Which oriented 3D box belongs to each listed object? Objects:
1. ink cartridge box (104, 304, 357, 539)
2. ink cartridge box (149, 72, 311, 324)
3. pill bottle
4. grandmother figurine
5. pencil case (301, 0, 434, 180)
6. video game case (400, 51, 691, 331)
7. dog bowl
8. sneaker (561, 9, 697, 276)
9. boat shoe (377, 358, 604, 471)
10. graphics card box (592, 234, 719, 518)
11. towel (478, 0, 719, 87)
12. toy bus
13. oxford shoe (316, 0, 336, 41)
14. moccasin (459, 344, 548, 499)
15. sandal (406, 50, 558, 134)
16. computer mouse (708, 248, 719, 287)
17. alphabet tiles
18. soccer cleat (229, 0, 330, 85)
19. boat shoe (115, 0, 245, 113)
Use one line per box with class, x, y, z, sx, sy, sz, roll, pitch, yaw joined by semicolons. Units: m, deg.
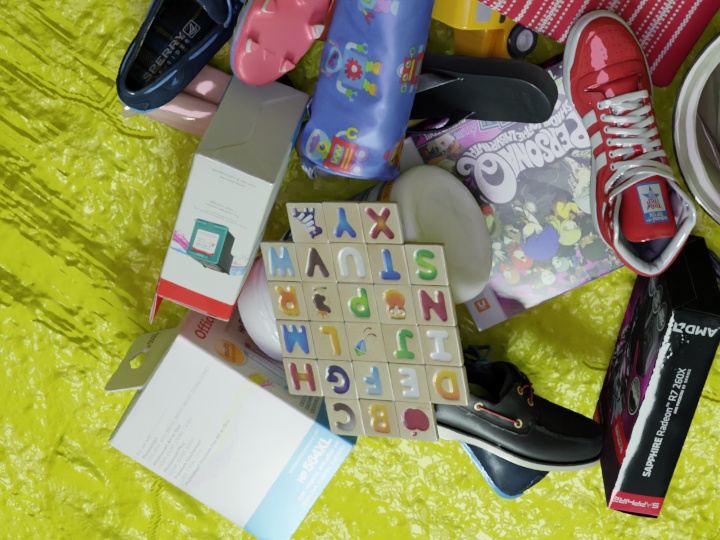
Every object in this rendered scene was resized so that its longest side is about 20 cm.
ink cartridge box;-0.110;0.114;1.568;0.199;0.129;0.126;33;112;-6
ink cartridge box;-0.107;-0.047;1.470;0.067;0.117;0.201;21;135;-1
pill bottle;0.000;0.000;1.495;0.199;0.116;0.117;-24;107;37
grandmother figurine;-0.095;-0.124;1.515;0.198;0.061;0.122;18;121;4
pencil case;0.007;-0.167;1.397;0.086;0.078;0.202;22;112;26
video game case;0.145;-0.068;1.511;0.199;0.036;0.182;-24;107;16
dog bowl;0.344;-0.122;1.442;0.198;0.074;0.202;3;112;7
sneaker;0.206;-0.093;1.404;0.071;0.113;0.202;-14;114;-2
boat shoe;0.114;0.111;1.494;0.200;0.074;0.063;19;111;-15
graphics card box;0.239;0.083;1.489;0.050;0.126;0.201;10;122;-5
towel;0.199;-0.231;1.403;0.199;0.023;0.145;20;115;-29
toy bus;0.099;-0.251;1.414;0.078;0.065;0.202;-8;116;-34
oxford shoe;0.026;-0.264;1.448;0.072;0.071;0.201;20;114;-28
moccasin;0.100;0.103;1.571;0.068;0.081;0.200;-31;118;13
sandal;0.058;-0.137;1.446;0.199;0.043;0.076;3;147;37
computer mouse;0.339;0.036;1.524;0.199;0.034;0.059;28;113;-3
alphabet tiles;0.002;0.040;1.436;0.165;0.006;0.202;2;113;30
soccer cleat;-0.054;-0.238;1.424;0.066;0.076;0.201;23;89;-37
boat shoe;-0.121;-0.209;1.454;0.084;0.069;0.201;29;91;1
